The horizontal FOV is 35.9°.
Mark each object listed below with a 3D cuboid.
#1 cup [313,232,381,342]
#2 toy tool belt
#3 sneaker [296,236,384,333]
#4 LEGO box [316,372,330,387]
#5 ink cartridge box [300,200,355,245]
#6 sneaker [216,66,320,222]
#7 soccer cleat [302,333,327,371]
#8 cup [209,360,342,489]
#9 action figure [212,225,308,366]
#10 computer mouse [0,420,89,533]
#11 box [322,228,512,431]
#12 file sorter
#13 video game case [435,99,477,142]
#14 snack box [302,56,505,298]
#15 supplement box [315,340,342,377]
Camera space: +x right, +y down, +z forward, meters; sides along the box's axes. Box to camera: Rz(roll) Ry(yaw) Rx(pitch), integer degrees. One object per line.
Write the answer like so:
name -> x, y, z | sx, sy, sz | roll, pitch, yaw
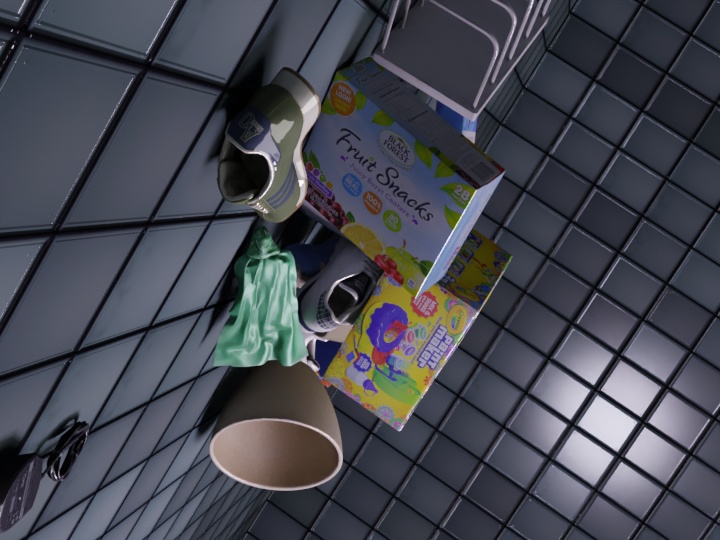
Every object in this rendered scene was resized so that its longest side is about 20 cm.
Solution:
cup -> -0.013, 0.029, 1.648 | 0.142, 0.201, 0.201 | -21, 155, -28
toy tool belt -> -0.057, 0.003, 1.446 | 0.198, 0.125, 0.124 | -13, 137, -38
sneaker -> 0.000, 0.000, 1.367 | 0.080, 0.076, 0.201 | -12, -143, 56
LEGO box -> -0.031, 0.117, 2.283 | 0.201, 0.077, 0.149 | -53, 172, -33
ink cartridge box -> 0.034, -0.129, 1.345 | 0.201, 0.136, 0.076 | -55, 169, -17
sneaker -> -0.093, -0.088, 0.971 | 0.090, 0.067, 0.201 | -45, 168, -27
soccer cleat -> -0.120, 0.164, 1.815 | 0.201, 0.086, 0.070 | -59, 173, 16
cup -> -0.122, 0.219, 1.686 | 0.201, 0.198, 0.145 | 116, -17, -48
action figure -> -0.113, 0.030, 1.280 | 0.117, 0.055, 0.202 | -9, 136, -16
computer mouse -> -0.280, 0.168, 0.943 | 0.200, 0.034, 0.059 | -49, 154, -79
box -> 0.075, 0.057, 1.399 | 0.201, 0.121, 0.193 | -59, 175, 27
file sorter -> 0.130, -0.302, 1.257 | 0.201, 0.138, 0.125 | -53, 170, -32
video game case -> 0.142, -0.268, 1.554 | 0.181, 0.045, 0.203 | -32, 129, -78
snack box -> 0.034, -0.100, 1.199 | 0.067, 0.200, 0.169 | -34, 160, -45
supplement box -> -0.033, 0.114, 1.965 | 0.108, 0.111, 0.200 | -25, 175, 4
